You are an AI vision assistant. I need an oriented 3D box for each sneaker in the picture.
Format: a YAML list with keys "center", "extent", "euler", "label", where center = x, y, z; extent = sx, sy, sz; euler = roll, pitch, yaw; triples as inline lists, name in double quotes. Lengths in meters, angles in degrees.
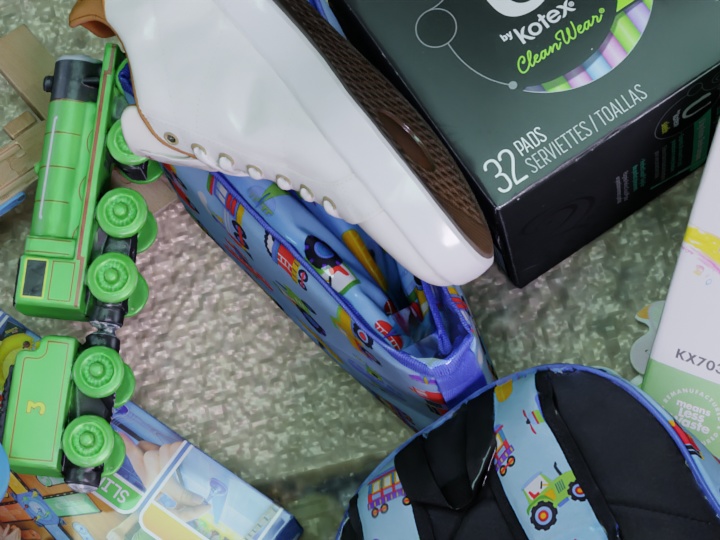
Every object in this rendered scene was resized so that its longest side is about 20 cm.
- center: [-0.033, -0.052, 0.885]
  extent: [0.085, 0.073, 0.200]
  euler: [-47, 68, 13]
  label: "sneaker"

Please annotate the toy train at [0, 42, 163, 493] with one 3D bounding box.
- center: [-0.119, -0.005, 1.007]
  extent: [0.056, 0.042, 0.200]
  euler: [5, 76, 5]
  label: "toy train"

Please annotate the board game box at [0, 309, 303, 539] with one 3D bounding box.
- center: [-0.144, 0.108, 1.020]
  extent: [0.200, 0.034, 0.135]
  euler: [34, 80, 16]
  label: "board game box"

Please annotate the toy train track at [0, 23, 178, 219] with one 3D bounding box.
- center: [-0.160, -0.036, 1.054]
  extent: [0.200, 0.033, 0.115]
  euler: [-36, 72, -18]
  label: "toy train track"

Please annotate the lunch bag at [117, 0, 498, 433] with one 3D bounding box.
- center: [0.000, 0.000, 0.968]
  extent: [0.094, 0.151, 0.200]
  euler: [-32, 68, -3]
  label: "lunch bag"

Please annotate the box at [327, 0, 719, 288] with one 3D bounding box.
- center: [0.105, -0.117, 1.013]
  extent: [0.200, 0.124, 0.149]
  euler: [-35, 73, -3]
  label: "box"

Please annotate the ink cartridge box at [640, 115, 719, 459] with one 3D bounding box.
- center: [0.189, -0.012, 0.923]
  extent: [0.117, 0.067, 0.200]
  euler: [19, 117, 13]
  label: "ink cartridge box"

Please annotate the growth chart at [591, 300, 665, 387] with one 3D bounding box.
- center: [0.132, 0.103, 0.998]
  extent: [0.145, 0.018, 0.200]
  euler: [41, 81, 17]
  label: "growth chart"

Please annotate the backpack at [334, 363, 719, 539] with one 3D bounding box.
- center: [0.091, 0.143, 0.886]
  extent: [0.183, 0.135, 0.200]
  euler: [-38, 65, 22]
  label: "backpack"

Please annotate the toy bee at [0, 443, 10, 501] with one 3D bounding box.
- center: [-0.195, 0.086, 0.936]
  extent: [0.131, 0.109, 0.200]
  euler: [-59, 38, 21]
  label: "toy bee"
